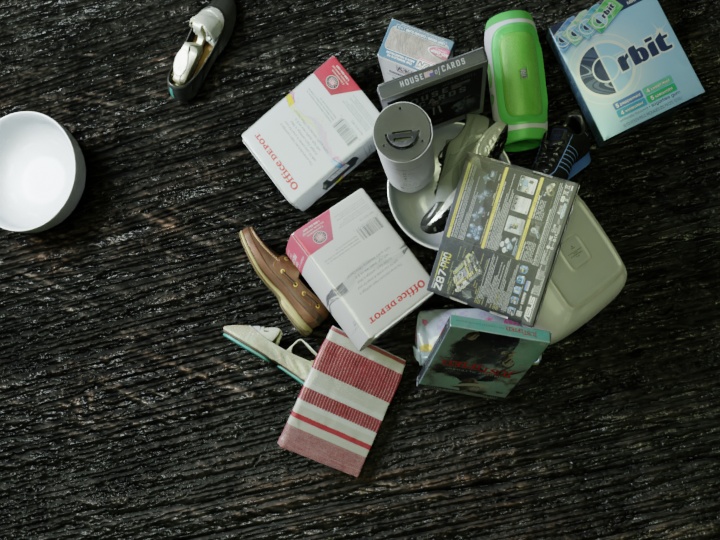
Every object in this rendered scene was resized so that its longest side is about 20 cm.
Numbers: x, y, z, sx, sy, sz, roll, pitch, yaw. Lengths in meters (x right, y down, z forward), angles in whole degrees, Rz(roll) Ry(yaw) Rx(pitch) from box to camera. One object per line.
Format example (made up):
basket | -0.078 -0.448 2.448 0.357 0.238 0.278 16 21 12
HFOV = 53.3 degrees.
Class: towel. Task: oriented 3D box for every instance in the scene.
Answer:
towel | -0.027 0.206 1.127 0.142 0.023 0.203 25 88 -15

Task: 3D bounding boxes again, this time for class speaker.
speaker | 0.065 -0.168 1.015 0.079 0.200 0.083 -1 85 7
speaker | 0.244 -0.295 1.126 0.087 0.088 0.204 -6 84 7

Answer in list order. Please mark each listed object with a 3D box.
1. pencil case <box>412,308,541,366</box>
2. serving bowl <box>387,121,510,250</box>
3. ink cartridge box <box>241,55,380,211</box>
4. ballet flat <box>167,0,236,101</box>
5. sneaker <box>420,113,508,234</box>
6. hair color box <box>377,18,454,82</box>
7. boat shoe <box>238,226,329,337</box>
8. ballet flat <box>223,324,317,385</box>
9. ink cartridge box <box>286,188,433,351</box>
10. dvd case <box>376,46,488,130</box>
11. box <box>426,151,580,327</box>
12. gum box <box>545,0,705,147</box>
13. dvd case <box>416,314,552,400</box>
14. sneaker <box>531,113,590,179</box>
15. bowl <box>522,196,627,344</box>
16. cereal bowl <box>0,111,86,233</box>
pencil case | 0.180 0.105 1.099 0.196 0.084 0.092 0 52 9
serving bowl | 0.143 -0.128 1.135 0.196 0.066 0.205 -1 85 9
ink cartridge box | -0.070 -0.218 1.164 0.199 0.083 0.147 -39 81 3
ballet flat | -0.269 -0.382 1.215 0.067 0.068 0.203 24 88 10
sneaker | 0.143 -0.144 1.074 0.079 0.074 0.202 30 83 18
hair color box | 0.090 -0.297 1.089 0.098 0.200 0.061 23 88 9
boat shoe | -0.123 0.009 1.163 0.067 0.072 0.201 -36 87 -2
ballet flat | -0.127 0.129 1.158 0.198 0.067 0.063 32 80 0
ink cartridge box | 0.000 0.000 1.110 0.145 0.083 0.201 -34 80 -23
dvd case | 0.105 -0.241 1.016 0.148 0.200 0.025 -19 82 6
box | 0.194 -0.043 0.987 0.158 0.049 0.204 18 97 14
gum box | 0.411 -0.324 1.125 0.168 0.045 0.203 -25 83 5
dvd case | 0.171 0.131 1.037 0.143 0.201 0.022 10 57 -5
sneaker | 0.283 -0.162 1.064 0.069 0.200 0.079 7 128 38
bowl | 0.294 -0.016 1.054 0.198 0.075 0.202 -30 85 -24
cereal bowl | -0.557 -0.162 1.229 0.196 0.083 0.205 -1 86 8
